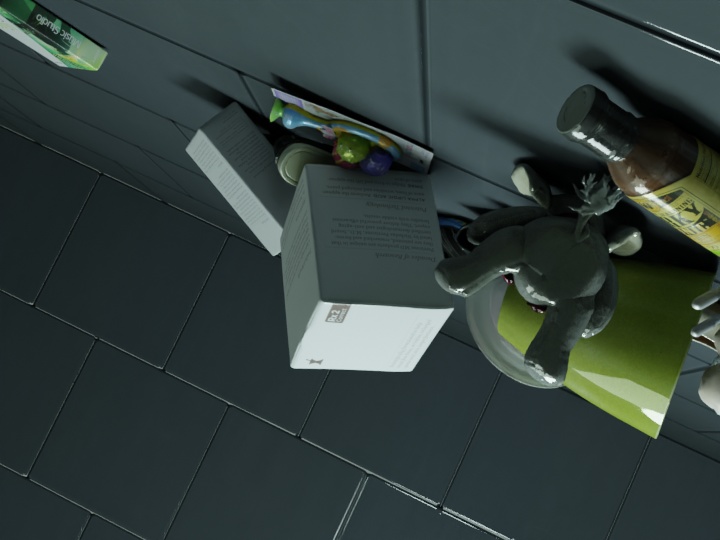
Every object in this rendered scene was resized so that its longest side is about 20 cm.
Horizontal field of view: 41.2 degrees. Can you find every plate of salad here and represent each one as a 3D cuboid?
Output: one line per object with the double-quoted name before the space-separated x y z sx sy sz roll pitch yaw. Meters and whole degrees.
"plate of salad" 0.232 0.071 1.316 0.199 0.201 0.048 26 147 -5

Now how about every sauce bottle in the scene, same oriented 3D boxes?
"sauce bottle" 0.233 -0.071 0.714 0.199 0.065 0.065 28 173 -19

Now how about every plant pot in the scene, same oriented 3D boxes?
"plant pot" 0.261 0.059 1.054 0.199 0.188 0.187 20 172 20

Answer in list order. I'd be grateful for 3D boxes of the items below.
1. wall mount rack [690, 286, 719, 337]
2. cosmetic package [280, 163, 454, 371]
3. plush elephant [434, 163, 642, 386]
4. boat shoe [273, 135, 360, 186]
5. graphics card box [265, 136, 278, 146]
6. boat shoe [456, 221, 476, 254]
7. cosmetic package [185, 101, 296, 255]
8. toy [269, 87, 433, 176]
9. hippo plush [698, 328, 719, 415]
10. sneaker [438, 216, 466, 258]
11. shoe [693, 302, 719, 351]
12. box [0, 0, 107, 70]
"wall mount rack" 0.367 0.021 0.786 0.173 0.075 0.200 8 167 21
"cosmetic package" 0.000 0.000 1.181 0.164 0.201 0.165 3 147 -16
"plush elephant" 0.193 -0.020 0.955 0.165 0.200 0.155 38 -162 7
"boat shoe" -0.035 -0.125 1.254 0.199 0.075 0.066 15 -157 -38
"graphics card box" -0.059 -0.131 1.430 0.200 0.051 0.125 29 172 -34
"boat shoe" 0.175 -0.035 1.188 0.066 0.075 0.199 15 -173 -18
"cosmetic package" -0.147 -0.125 1.336 0.200 0.071 0.101 51 158 -7
"toy" -0.016 -0.149 1.133 0.199 0.047 0.115 26 175 3
"hippo plush" 0.455 0.095 1.035 0.199 0.160 0.161 -17 -174 10
"sneaker" 0.108 -0.035 1.407 0.071 0.083 0.199 29 173 -26
"shoe" 0.383 0.050 1.156 0.199 0.054 0.070 24 173 14
"box" -0.472 -0.349 1.344 0.200 0.036 0.144 30 173 -40
